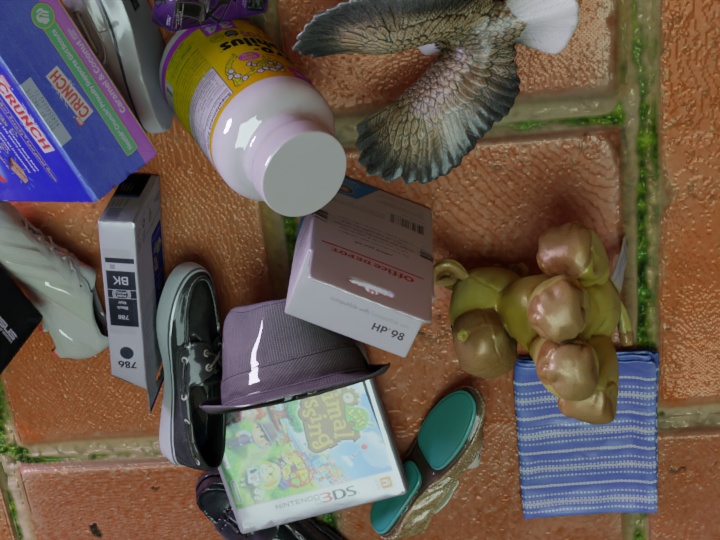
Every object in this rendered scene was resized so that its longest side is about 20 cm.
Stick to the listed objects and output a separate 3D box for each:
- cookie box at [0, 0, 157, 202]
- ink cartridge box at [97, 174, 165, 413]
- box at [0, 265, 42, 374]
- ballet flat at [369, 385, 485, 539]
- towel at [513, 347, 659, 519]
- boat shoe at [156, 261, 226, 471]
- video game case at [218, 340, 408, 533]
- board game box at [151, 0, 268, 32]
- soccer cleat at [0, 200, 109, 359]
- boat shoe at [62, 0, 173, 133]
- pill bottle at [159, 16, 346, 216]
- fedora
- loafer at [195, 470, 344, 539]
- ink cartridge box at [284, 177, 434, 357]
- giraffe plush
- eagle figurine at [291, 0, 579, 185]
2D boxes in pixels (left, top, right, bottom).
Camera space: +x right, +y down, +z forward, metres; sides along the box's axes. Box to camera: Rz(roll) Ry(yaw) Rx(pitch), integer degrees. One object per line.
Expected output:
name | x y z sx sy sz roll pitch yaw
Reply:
cookie box | -0.280 -0.143 1.091 0.199 0.075 0.172 6 133 53
ink cartridge box | -0.207 0.022 1.228 0.039 0.100 0.203 2 118 4
box | -0.419 0.032 1.214 0.198 0.087 0.164 -18 119 38
ballet flat | 0.081 0.195 1.342 0.065 0.071 0.201 12 126 -36
towel | 0.229 0.168 1.333 0.142 0.024 0.203 -4 119 6
boat shoe | -0.151 0.093 1.254 0.056 0.068 0.203 15 111 34
video game case | -0.065 0.149 1.311 0.180 0.022 0.203 -15 103 11
board game box | -0.102 -0.294 1.043 0.032 0.120 0.202 27 122 23
soccer cleat | -0.291 -0.002 1.241 0.077 0.070 0.201 -21 123 11
boat shoe | -0.217 -0.207 1.120 0.065 0.072 0.202 -11 119 16
pill bottle | -0.085 -0.125 1.074 0.103 0.200 0.105 -16 130 -21
fedora | -0.065 0.070 1.190 0.174 0.200 0.092 -13 84 -1
loafer | -0.087 0.280 1.386 0.199 0.063 0.072 34 116 -15
ink cartridge box | 0.000 0.000 1.149 0.114 0.201 0.067 21 118 -8
giraffe plush | 0.146 0.038 1.195 0.160 0.200 0.175 -5 115 25
eagle figurine | 0.066 -0.181 1.078 0.152 0.200 0.151 45 160 14
